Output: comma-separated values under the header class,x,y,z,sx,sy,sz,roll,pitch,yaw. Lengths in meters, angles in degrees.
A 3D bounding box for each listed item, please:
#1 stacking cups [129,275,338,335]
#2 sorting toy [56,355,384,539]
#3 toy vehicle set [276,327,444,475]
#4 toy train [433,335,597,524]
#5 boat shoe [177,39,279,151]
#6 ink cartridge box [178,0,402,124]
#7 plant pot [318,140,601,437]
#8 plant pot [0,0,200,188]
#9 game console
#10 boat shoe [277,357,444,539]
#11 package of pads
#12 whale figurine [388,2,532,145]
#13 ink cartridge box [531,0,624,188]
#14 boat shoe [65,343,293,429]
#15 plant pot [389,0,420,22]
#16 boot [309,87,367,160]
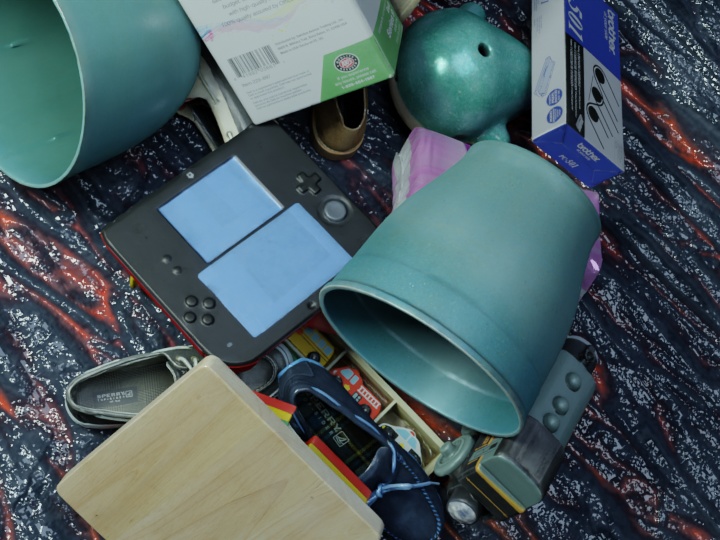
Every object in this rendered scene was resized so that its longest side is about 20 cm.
class,x,y,z,sx,sy,sz,roll,pitch,yaw
stacking cups,-0.101,0.018,1.402,0.198,0.061,0.061,19,69,-1
sorting toy,-0.109,0.178,1.302,0.199,0.200,0.070,45,30,-11
toy vehicle set,-0.031,0.134,1.419,0.200,0.027,0.124,45,67,1
toy train,0.145,0.139,1.404,0.085,0.114,0.200,45,50,-10
boat shoe,-0.143,-0.162,1.458,0.062,0.071,0.201,-38,91,-20
ink cartridge box,-0.071,-0.244,1.362,0.201,0.144,0.088,57,28,-34
plant pot,0.097,0.002,1.325,0.199,0.200,0.189,36,72,-3
plant pot,-0.236,-0.189,1.375,0.160,0.200,0.202,-22,80,-42
game console,-0.096,-0.023,1.367,0.200,0.031,0.177,-37,79,-27
boat shoe,-0.005,0.167,1.345,0.200,0.069,0.084,43,98,-13
package of pads,0.123,-0.049,1.478,0.198,0.076,0.121,19,42,-11
whale figurine,0.127,-0.189,1.525,0.198,0.104,0.161,-1,73,-25
ink cartridge box,0.207,-0.188,1.523,0.094,0.044,0.202,33,46,-37
boat shoe,-0.153,0.101,1.348,0.198,0.071,0.073,-13,85,-5
plant pot,-0.026,-0.342,1.436,0.182,0.200,0.202,18,69,-19
boot,-0.018,-0.212,1.506,0.073,0.076,0.202,-2,72,-14
